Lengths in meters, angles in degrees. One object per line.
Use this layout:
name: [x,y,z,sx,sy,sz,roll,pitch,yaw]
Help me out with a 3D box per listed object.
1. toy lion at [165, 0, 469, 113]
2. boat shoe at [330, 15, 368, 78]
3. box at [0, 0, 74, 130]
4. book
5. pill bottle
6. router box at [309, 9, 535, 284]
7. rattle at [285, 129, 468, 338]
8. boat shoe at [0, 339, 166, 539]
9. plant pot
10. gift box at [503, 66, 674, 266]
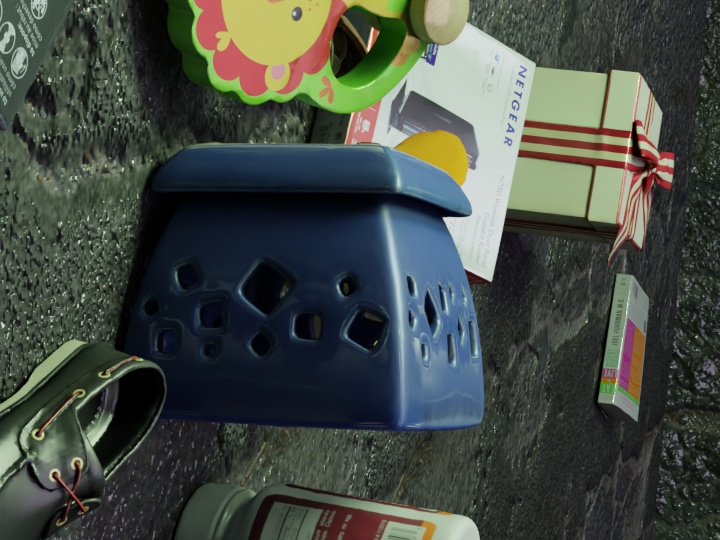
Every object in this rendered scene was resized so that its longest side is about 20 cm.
toy lion: [-0.036,-0.178,1.160,0.192,0.069,0.200,-50,135,-18]
boat shoe: [-0.044,-0.166,1.251,0.200,0.072,0.076,5,92,-71]
box: [-0.201,-0.171,0.722,0.200,0.114,0.132,70,34,-52]
book: [0.404,0.119,2.733,0.134,0.048,0.201,42,56,-65]
pill bottle: [-0.025,0.213,1.255,0.114,0.199,0.115,8,90,-71]
router box: [0.048,-0.111,1.447,0.179,0.049,0.201,24,71,-36]
rattle: [0.000,0.000,1.357,0.143,0.130,0.201,-68,168,-64]
boat shoe: [-0.174,0.107,0.994,0.201,0.063,0.074,-54,148,-53]
plant pot: [-0.030,0.012,1.181,0.200,0.199,0.180,13,79,-70]
gift box: [0.236,-0.106,1.927,0.184,0.186,0.201,14,83,-71]
